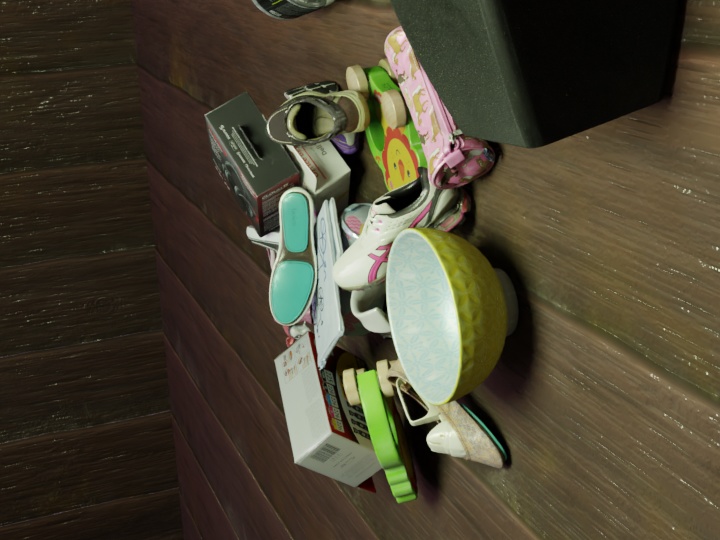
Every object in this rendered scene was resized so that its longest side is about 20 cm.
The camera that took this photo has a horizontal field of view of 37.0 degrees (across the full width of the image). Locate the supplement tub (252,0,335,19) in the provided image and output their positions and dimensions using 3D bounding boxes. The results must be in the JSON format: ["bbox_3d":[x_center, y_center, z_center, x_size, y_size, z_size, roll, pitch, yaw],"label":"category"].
[{"bbox_3d":[-0.086,-0.433,1.550,0.200,0.122,0.124,-164,66,-68],"label":"supplement tub"}]

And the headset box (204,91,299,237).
[{"bbox_3d":[-0.158,-0.156,1.595,0.149,0.077,0.200,57,169,12],"label":"headset box"}]

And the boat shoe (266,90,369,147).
[{"bbox_3d":[-0.071,-0.202,1.429,0.199,0.065,0.074,-5,99,51],"label":"boat shoe"}]

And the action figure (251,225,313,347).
[{"bbox_3d":[-0.112,0.031,1.800,0.134,0.148,0.202,28,110,60],"label":"action figure"}]

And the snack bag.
[{"bbox_3d":[-0.048,0.023,1.540,0.189,0.021,0.202,120,145,-66],"label":"snack bag"}]

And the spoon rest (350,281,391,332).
[{"bbox_3d":[0.028,0.002,1.395,0.100,0.060,0.201,51,-145,-28],"label":"spoon rest"}]

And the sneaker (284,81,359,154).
[{"bbox_3d":[-0.058,-0.229,1.633,0.200,0.080,0.084,-129,28,-55],"label":"sneaker"}]

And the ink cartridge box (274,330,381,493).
[{"bbox_3d":[-0.029,0.218,1.643,0.084,0.175,0.201,-40,42,23],"label":"ink cartridge box"}]

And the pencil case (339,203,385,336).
[{"bbox_3d":[0.000,0.000,1.556,0.091,0.083,0.201,48,143,35],"label":"pencil case"}]

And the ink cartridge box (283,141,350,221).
[{"bbox_3d":[-0.072,-0.150,1.610,0.117,0.067,0.200,54,166,15],"label":"ink cartridge box"}]

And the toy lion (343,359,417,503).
[{"bbox_3d":[0.039,0.224,1.485,0.200,0.068,0.193,38,-142,-81],"label":"toy lion"}]

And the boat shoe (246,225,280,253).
[{"bbox_3d":[-0.096,-0.032,1.698,0.199,0.069,0.057,13,104,27],"label":"boat shoe"}]

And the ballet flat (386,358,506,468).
[{"bbox_3d":[0.099,0.183,1.336,0.200,0.067,0.068,49,164,36],"label":"ballet flat"}]

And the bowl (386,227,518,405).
[{"bbox_3d":[0.115,0.045,1.227,0.200,0.107,0.202,171,90,-70],"label":"bowl"}]

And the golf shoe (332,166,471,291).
[{"bbox_3d":[0.032,-0.054,1.299,0.200,0.092,0.073,-39,38,21],"label":"golf shoe"}]

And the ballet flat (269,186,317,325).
[{"bbox_3d":[-0.092,-0.022,1.565,0.069,0.069,0.202,-150,62,-65],"label":"ballet flat"}]

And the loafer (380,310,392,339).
[{"bbox_3d":[0.075,0.079,1.409,0.200,0.072,0.073,152,103,-70],"label":"loafer"}]

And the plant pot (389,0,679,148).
[{"bbox_3d":[0.153,-0.214,0.920,0.199,0.199,0.179,29,138,65],"label":"plant pot"}]

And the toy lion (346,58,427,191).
[{"bbox_3d":[0.053,-0.158,1.394,0.200,0.068,0.193,-132,31,-57],"label":"toy lion"}]

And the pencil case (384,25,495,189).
[{"bbox_3d":[0.088,-0.194,1.237,0.087,0.082,0.201,-45,54,47],"label":"pencil case"}]
